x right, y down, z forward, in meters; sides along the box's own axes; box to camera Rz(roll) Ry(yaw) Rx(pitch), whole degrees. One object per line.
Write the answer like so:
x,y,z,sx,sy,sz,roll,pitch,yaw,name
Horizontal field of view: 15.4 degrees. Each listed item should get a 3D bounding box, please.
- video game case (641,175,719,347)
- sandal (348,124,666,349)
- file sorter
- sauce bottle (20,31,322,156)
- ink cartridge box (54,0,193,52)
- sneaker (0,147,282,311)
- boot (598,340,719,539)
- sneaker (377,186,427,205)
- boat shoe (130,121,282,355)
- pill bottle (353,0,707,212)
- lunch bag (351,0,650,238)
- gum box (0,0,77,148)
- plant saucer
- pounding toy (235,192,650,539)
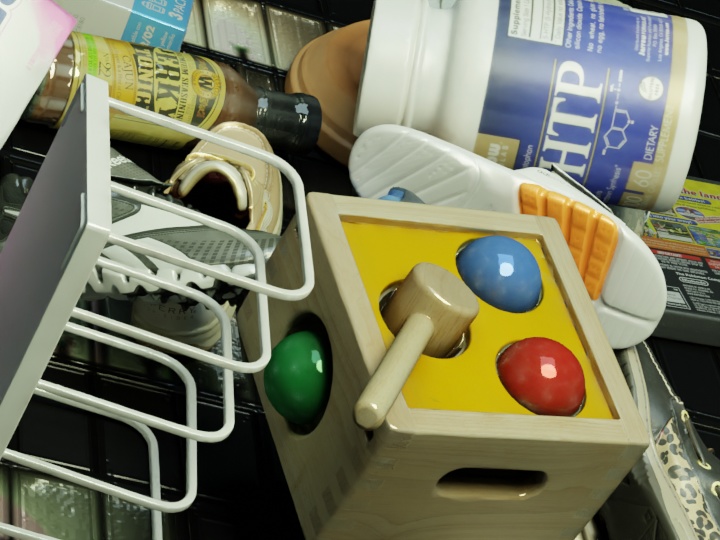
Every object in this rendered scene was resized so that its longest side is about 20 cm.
0.228,-0.010,1.852,0.199,0.026,0.181,9,34,-25,video game case
0.093,-0.034,1.565,0.206,0.079,0.059,31,30,2,sandal
-0.122,0.034,1.357,0.124,0.200,0.139,20,30,-18,file sorter
-0.121,-0.110,1.710,0.199,0.065,0.065,8,34,-26,sauce bottle
-0.213,-0.193,1.766,0.199,0.068,0.115,20,30,-9,ink cartridge box
-0.123,-0.024,1.468,0.199,0.091,0.066,-1,-7,16,sneaker
0.214,0.124,1.576,0.150,0.073,0.200,9,42,-26,boot
0.000,0.000,1.523,0.066,0.078,0.200,51,-16,-13,sneaker
-0.086,-0.034,1.581,0.073,0.069,0.200,11,39,3,boat shoe
0.100,-0.109,1.606,0.199,0.120,0.120,9,31,-2,pill bottle
0.104,-0.103,1.730,0.199,0.118,0.165,11,69,-7,lunch bag
-0.256,-0.086,1.438,0.113,0.200,0.066,38,-21,-26,gum box
0.047,-0.119,1.852,0.199,0.038,0.200,12,33,-8,plant saucer
0.034,0.051,1.349,0.199,0.142,0.185,5,46,-30,pounding toy
